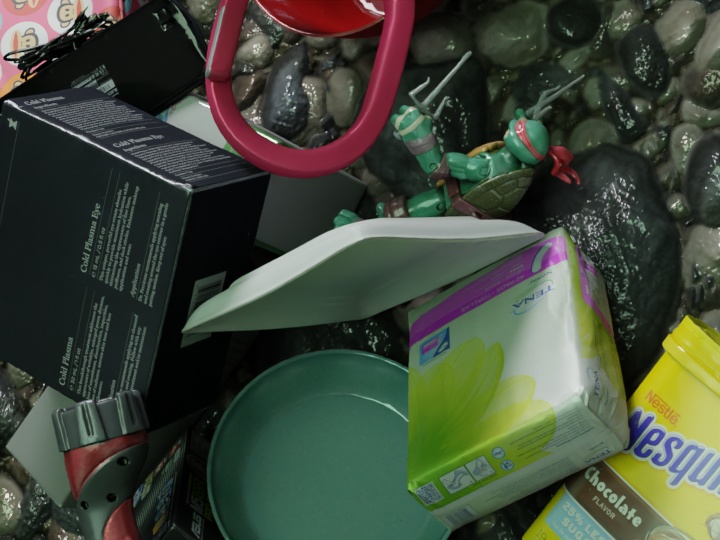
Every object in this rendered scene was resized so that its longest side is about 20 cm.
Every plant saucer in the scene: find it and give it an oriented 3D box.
[{"bbox_3d":[-0.017,0.157,1.306,0.198,0.036,0.202,-1,60,1],"label":"plant saucer"}]

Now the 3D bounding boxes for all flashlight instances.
[{"bbox_3d":[-0.162,0.188,1.203,0.068,0.067,0.202,-24,81,61],"label":"flashlight"}]

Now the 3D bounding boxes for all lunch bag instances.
[{"bbox_3d":[-0.279,-0.211,1.529,0.174,0.082,0.202,-4,72,9],"label":"lunch bag"}]

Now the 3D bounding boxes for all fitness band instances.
[{"bbox_3d":[-0.037,-0.167,1.255,0.037,0.143,0.202,154,132,-72],"label":"fitness band"}]

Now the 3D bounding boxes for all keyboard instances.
[{"bbox_3d":[-0.209,-0.155,1.366,0.199,0.040,0.105,-27,89,21],"label":"keyboard"}]

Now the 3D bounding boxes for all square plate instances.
[{"bbox_3d":[0.000,0.000,1.236,0.199,0.197,0.029,-26,73,41],"label":"square plate"}]

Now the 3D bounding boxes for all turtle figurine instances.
[{"bbox_3d":[0.078,-0.078,1.283,0.200,0.149,0.101,-38,58,32],"label":"turtle figurine"}]

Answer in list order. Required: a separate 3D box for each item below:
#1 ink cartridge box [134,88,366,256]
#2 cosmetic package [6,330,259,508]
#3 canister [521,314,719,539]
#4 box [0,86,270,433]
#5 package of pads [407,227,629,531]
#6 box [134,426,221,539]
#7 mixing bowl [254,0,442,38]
[{"bbox_3d":[-0.117,-0.088,1.395,0.199,0.145,0.088,27,92,32],"label":"ink cartridge box"},{"bbox_3d":[-0.189,0.099,1.418,0.090,0.107,0.201,37,100,29],"label":"cosmetic package"},{"bbox_3d":[0.222,0.155,1.179,0.148,0.086,0.201,42,102,30],"label":"canister"},{"bbox_3d":[-0.186,-0.011,1.285,0.181,0.104,0.202,26,113,24],"label":"box"},{"bbox_3d":[0.110,0.074,1.223,0.154,0.068,0.201,-29,32,22],"label":"package of pads"},{"bbox_3d":[-0.171,0.227,1.338,0.044,0.200,0.160,38,102,-12],"label":"box"},{"bbox_3d":[0.011,-0.269,1.384,0.199,0.108,0.202,-7,75,28],"label":"mixing bowl"}]
